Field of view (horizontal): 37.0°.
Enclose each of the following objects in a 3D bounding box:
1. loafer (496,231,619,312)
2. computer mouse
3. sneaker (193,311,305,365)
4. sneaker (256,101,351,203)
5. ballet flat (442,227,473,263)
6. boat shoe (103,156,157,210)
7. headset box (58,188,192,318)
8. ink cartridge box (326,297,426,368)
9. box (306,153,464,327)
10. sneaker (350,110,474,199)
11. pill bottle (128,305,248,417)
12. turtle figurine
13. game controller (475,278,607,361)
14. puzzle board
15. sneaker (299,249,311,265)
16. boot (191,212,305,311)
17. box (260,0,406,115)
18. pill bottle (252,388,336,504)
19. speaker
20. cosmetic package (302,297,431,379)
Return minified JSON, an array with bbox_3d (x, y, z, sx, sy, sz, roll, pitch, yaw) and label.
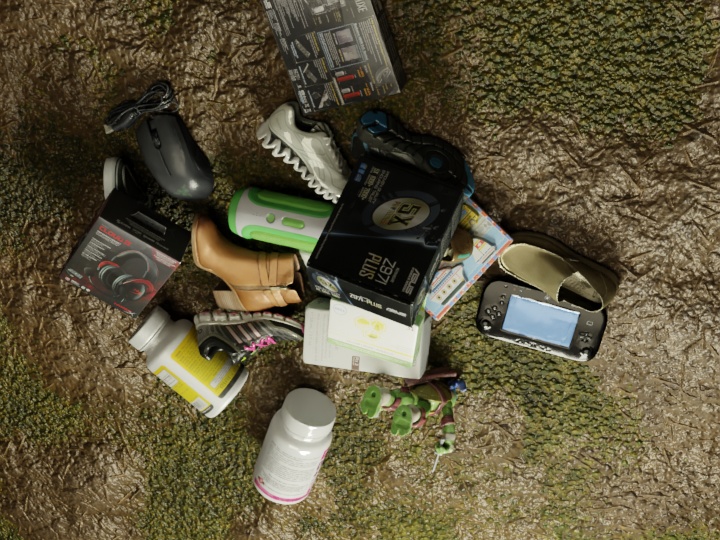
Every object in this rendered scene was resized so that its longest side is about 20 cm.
[{"bbox_3d":[0.297,0.003,1.632,0.200,0.067,0.076,20,125,4],"label":"loafer"},{"bbox_3d":[-0.311,-0.185,1.706,0.138,0.053,0.200,-23,112,27],"label":"computer mouse"},{"bbox_3d":[-0.188,0.119,1.821,0.199,0.088,0.074,1,163,9],"label":"sneaker"},{"bbox_3d":[-0.061,-0.174,1.631,0.200,0.075,0.081,39,115,-10],"label":"sneaker"},{"bbox_3d":[0.073,-0.058,1.632,0.200,0.072,0.068,25,121,18],"label":"ballet flat"},{"bbox_3d":[-0.369,-0.103,1.774,0.071,0.072,0.200,-2,132,9],"label":"boat shoe"},{"bbox_3d":[-0.377,-0.031,1.741,0.148,0.075,0.200,31,133,-17],"label":"headset box"},{"bbox_3d":[0.028,0.051,1.646,0.145,0.048,0.200,17,137,10],"label":"ink cartridge box"},{"bbox_3d":[0.037,-0.044,1.546,0.163,0.200,0.086,21,158,12],"label":"box"},{"bbox_3d":[0.078,-0.161,1.605,0.200,0.073,0.082,33,141,2],"label":"sneaker"},{"bbox_3d":[-0.303,0.155,1.882,0.200,0.111,0.111,41,123,-11],"label":"pill bottle"},{"bbox_3d":[0.080,0.253,1.773,0.200,0.194,0.144,-36,66,25],"label":"turtle figurine"},{"bbox_3d":[0.284,0.077,1.699,0.200,0.042,0.104,15,124,7],"label":"game controller"},{"bbox_3d":[0.122,-0.034,1.669,0.151,0.017,0.200,45,125,7],"label":"puzzle board"},{"bbox_3d":[0.000,0.000,1.716,0.200,0.075,0.089,15,138,30],"label":"sneaker"},{"bbox_3d":[-0.183,-0.015,1.759,0.155,0.077,0.200,-4,121,20],"label":"boot"},{"bbox_3d":[-0.039,-0.334,1.532,0.157,0.050,0.200,-10,118,22],"label":"box"},{"bbox_3d":[-0.116,0.313,1.924,0.113,0.113,0.200,23,125,2],"label":"pill bottle"},{"bbox_3d":[-0.102,-0.076,1.683,0.200,0.088,0.089,12,124,17],"label":"speaker"},{"bbox_3d":[0.011,0.110,1.769,0.200,0.074,0.102,6,104,14],"label":"cosmetic package"}]
